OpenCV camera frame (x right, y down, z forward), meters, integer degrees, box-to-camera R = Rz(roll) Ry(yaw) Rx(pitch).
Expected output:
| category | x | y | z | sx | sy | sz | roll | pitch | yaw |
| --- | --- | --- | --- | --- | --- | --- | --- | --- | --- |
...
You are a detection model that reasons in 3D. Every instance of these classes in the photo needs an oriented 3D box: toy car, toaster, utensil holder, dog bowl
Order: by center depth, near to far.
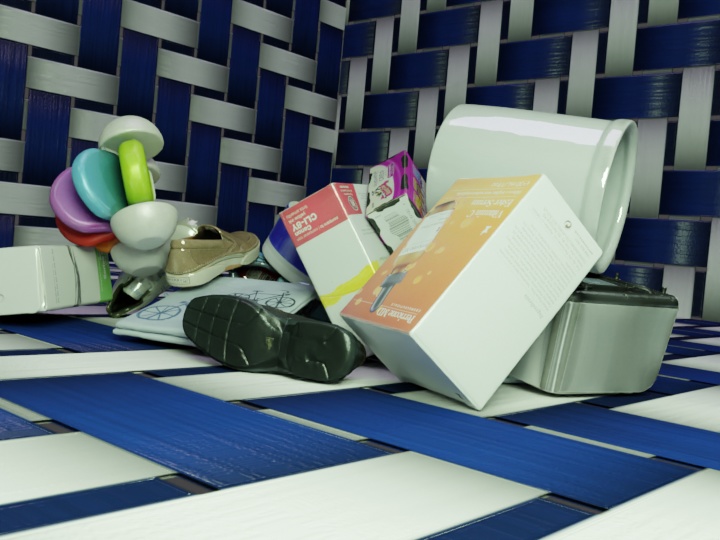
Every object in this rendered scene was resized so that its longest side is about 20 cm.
| category | x | y | z | sx | sy | sz | roll | pitch | yaw |
| --- | --- | --- | --- | --- | --- | --- | --- | --- | --- |
| toaster | 0.223 | 0.055 | 0.918 | 0.199 | 0.119 | 0.181 | 4 | 10 | -32 |
| utensil holder | 0.197 | -0.101 | 0.935 | 0.199 | 0.171 | 0.170 | 15 | 6 | 27 |
| toy car | -0.325 | -0.091 | 1.057 | 0.149 | 0.176 | 0.200 | -8 | -20 | -20 |
| dog bowl | -0.038 | -0.017 | 1.183 | 0.199 | 0.079 | 0.200 | 29 | 13 | -8 |

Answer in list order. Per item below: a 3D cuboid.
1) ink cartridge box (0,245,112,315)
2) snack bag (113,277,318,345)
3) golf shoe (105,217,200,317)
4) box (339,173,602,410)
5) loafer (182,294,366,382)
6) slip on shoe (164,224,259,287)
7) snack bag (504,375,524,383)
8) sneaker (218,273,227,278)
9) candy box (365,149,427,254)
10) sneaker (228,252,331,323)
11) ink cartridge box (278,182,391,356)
| category | x | y | z | sx | sy | sz | roll | pitch | yaw |
| --- | --- | --- | --- | --- | --- | --- | --- | --- | --- |
| ink cartridge box | -0.438 | 0.013 | 1.071 | 0.145 | 0.085 | 0.200 | -5 | 1 | 6 |
| snack bag | -0.167 | 0.048 | 0.996 | 0.188 | 0.022 | 0.200 | 4 | 19 | 22 |
| golf shoe | -0.293 | 0.006 | 1.168 | 0.078 | 0.200 | 0.097 | 43 | 32 | -13 |
| box | 0.104 | 0.013 | 0.792 | 0.106 | 0.200 | 0.152 | 48 | -17 | -21 |
| loafer | -0.090 | 0.073 | 0.840 | 0.199 | 0.073 | 0.072 | 16 | -2 | 20 |
| slip on shoe | -0.197 | -0.033 | 1.097 | 0.076 | 0.061 | 0.200 | 3 | 17 | 23 |
| snack bag | 0.164 | 0.112 | 0.994 | 0.188 | 0.022 | 0.200 | 5 | 2 | -29 |
| sneaker | -0.207 | 0.042 | 1.131 | 0.074 | 0.089 | 0.200 | 6 | 2 | -32 |
| candy box | 0.082 | -0.038 | 1.047 | 0.061 | 0.200 | 0.137 | -27 | 26 | 18 |
| sneaker | -0.106 | 0.040 | 1.168 | 0.199 | 0.080 | 0.096 | 25 | 5 | -1 |
| ink cartridge box | 0.000 | 0.000 | 0.997 | 0.083 | 0.201 | 0.145 | -28 | -5 | 17 |
